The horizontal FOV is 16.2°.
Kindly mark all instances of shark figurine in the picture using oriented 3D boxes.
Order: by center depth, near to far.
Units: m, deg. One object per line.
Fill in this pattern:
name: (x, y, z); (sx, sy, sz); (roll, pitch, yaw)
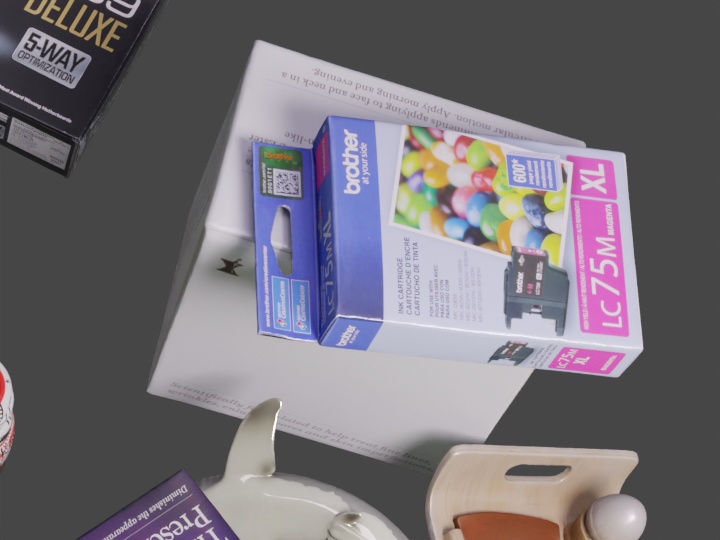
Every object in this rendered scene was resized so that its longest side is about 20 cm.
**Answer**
shark figurine: (-0.015, 0.152, 1.411); (0.214, 0.089, 0.129); (24, 93, 8)

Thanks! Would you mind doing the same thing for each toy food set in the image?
toy food set: (0.126, 0.194, 1.403); (0.143, 0.060, 0.201); (5, 58, -37)

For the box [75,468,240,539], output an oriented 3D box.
box: (-0.131, 0.217, 1.286); (0.200, 0.079, 0.141); (-33, 79, -31)

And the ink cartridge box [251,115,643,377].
ink cartridge box: (0.044, -0.014, 1.301); (0.199, 0.042, 0.120); (5, 62, -14)

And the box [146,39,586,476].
box: (0.000, 0.000, 1.420); (0.198, 0.200, 0.131); (17, 58, -6)

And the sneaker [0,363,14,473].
sneaker: (-0.282, 0.090, 1.349); (0.200, 0.108, 0.068); (-9, 65, -19)

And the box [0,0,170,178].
box: (-0.228, -0.167, 1.534); (0.199, 0.050, 0.158); (27, 59, 0)
